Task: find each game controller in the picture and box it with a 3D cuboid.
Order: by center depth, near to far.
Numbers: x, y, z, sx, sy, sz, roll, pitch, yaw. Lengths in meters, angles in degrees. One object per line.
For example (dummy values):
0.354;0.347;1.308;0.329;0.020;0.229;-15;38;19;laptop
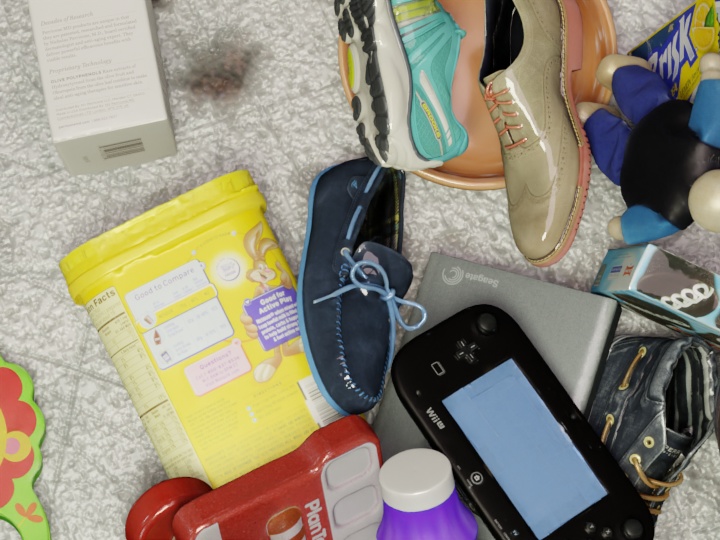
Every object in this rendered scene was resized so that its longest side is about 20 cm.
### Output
0.104;0.118;1.350;0.104;0.042;0.200;-26;75;-36;game controller

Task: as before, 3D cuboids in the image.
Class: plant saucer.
0.083;-0.153;1.481;0.199;0.037;0.201;0;80;-2;plant saucer

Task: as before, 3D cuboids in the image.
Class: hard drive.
0.084;0.099;1.419;0.139;0.033;0.201;15;79;20;hard drive

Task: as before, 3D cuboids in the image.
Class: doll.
0.200;-0.082;1.357;0.048;0.200;0.137;23;108;-25;doll

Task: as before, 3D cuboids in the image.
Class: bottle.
0.051;0.208;1.343;0.065;0.083;0.201;-28;124;-25;bottle

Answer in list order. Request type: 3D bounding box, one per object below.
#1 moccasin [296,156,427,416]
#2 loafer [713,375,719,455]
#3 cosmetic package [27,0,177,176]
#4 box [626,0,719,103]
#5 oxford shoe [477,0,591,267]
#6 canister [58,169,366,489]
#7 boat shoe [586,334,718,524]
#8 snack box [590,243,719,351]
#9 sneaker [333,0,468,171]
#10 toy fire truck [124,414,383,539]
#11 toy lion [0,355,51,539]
0.000;0.000;1.394;0.068;0.080;0.201;-21;54;26;moccasin
0.272;0.146;1.364;0.071;0.063;0.201;-4;122;11;loafer
-0.186;-0.180;1.443;0.084;0.108;0.201;-12;79;-3;cosmetic package
0.249;-0.144;1.399;0.064;0.200;0.071;-3;80;-16;box
0.107;-0.102;1.407;0.075;0.070;0.201;13;67;-39;oxford shoe
-0.097;0.054;1.415;0.148;0.087;0.201;-26;83;-6;canister
0.184;0.139;1.395;0.071;0.091;0.201;16;78;-28;boat shoe
0.262;0.039;1.398;0.199;0.116;0.037;24;86;-5;snack box
0.030;-0.167;1.439;0.079;0.077;0.201;-4;82;-24;sneaker
-0.049;0.200;1.348;0.167;0.201;0.112;-24;41;-15;toy fire truck
-0.285;0.149;1.410;0.200;0.069;0.192;45;74;6;toy lion
